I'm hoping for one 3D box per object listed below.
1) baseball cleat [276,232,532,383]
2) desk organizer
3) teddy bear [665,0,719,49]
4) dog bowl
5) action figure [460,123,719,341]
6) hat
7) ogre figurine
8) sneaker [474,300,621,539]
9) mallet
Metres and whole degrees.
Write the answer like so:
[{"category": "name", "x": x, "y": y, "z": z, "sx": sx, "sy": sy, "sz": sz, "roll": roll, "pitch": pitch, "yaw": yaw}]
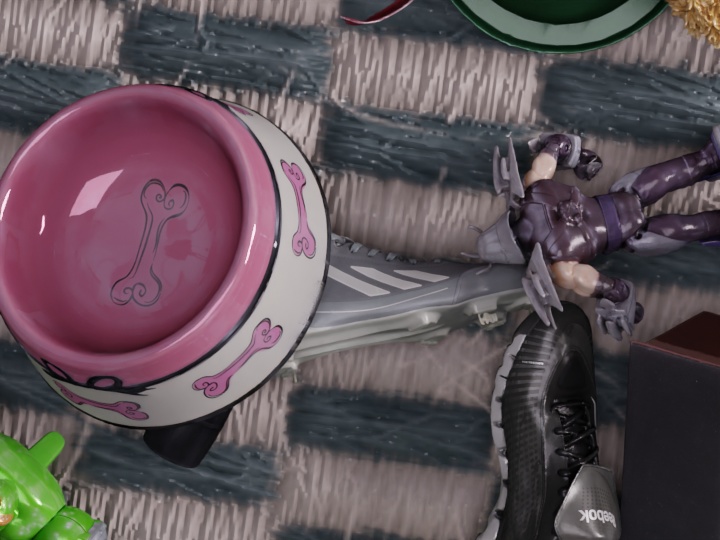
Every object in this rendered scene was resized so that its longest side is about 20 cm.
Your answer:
[{"category": "baseball cleat", "x": 0.000, "y": 0.000, "z": 1.287, "sx": 0.199, "sy": 0.070, "sz": 0.107, "roll": -12, "pitch": 74, "yaw": -7}, {"category": "desk organizer", "x": 0.199, "y": 0.131, "z": 1.276, "sx": 0.072, "sy": 0.077, "sz": 0.201, "roll": 16, "pitch": 114, "yaw": 36}, {"category": "teddy bear", "x": 0.202, "y": -0.182, "z": 1.218, "sx": 0.200, "sy": 0.067, "sz": 0.145, "roll": 54, "pitch": 54, "yaw": -15}, {"category": "dog bowl", "x": -0.122, "y": -0.016, "z": 1.253, "sx": 0.200, "sy": 0.074, "sz": 0.201, "roll": -6, "pitch": 71, "yaw": 19}, {"category": "action figure", "x": 0.154, "y": -0.029, "z": 1.263, "sx": 0.199, "sy": 0.069, "sz": 0.130, "roll": -13, "pitch": 75, "yaw": -5}, {"category": "hat", "x": 0.108, "y": -0.195, "z": 1.209, "sx": 0.165, "sy": 0.176, "sz": 0.200, "roll": 22, "pitch": 96, "yaw": 2}, {"category": "ogre figurine", "x": -0.229, "y": 0.145, "z": 1.306, "sx": 0.120, "sy": 0.098, "sz": 0.200, "roll": -43, "pitch": 75, "yaw": 24}, {"category": "sneaker", "x": 0.116, "y": 0.120, "z": 1.271, "sx": 0.066, "sy": 0.090, "sz": 0.201, "roll": 4, "pitch": 100, "yaw": -36}, {"category": "mallet", "x": -0.169, "y": 0.052, "z": 1.323, "sx": 0.200, "sy": 0.041, "sz": 0.066, "roll": 22, "pitch": 98, "yaw": 7}]
